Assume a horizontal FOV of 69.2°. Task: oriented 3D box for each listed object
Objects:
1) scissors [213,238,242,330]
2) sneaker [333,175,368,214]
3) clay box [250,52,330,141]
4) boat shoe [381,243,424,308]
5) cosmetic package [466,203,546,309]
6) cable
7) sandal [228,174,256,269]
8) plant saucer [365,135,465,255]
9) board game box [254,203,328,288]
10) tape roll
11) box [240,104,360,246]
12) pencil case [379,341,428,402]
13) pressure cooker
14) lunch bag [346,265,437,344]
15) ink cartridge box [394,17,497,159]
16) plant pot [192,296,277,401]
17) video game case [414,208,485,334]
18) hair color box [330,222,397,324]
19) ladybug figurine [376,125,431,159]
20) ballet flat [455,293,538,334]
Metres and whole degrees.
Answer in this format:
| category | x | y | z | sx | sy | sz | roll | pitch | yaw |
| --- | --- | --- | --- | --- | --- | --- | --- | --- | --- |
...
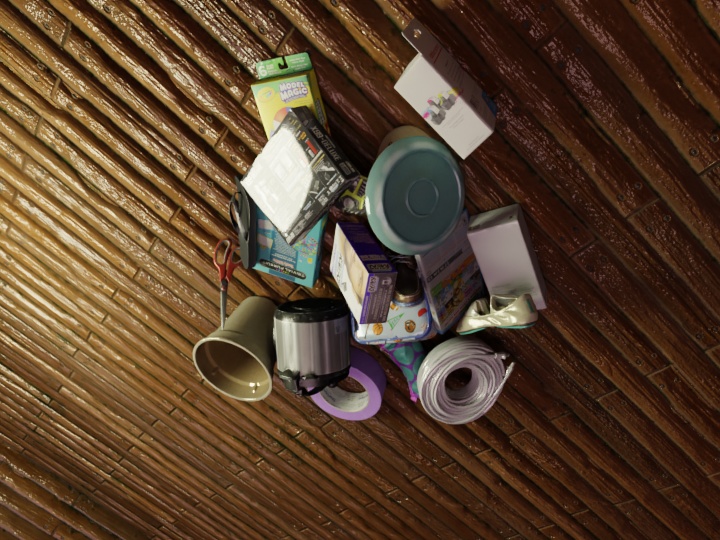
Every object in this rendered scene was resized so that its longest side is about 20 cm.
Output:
| category | x | y | z | sx | sy | sz | roll | pitch | yaw |
| --- | --- | --- | --- | --- | --- | --- | --- | --- | --- |
| scissors | -0.310 | 0.027 | 1.168 | 0.072 | 0.205 | 0.014 | 16 | 162 | -11 |
| sneaker | -0.033 | -0.157 | 0.980 | 0.196 | 0.076 | 0.077 | 15 | 119 | 24 |
| clay box | -0.122 | -0.281 | 0.957 | 0.112 | 0.048 | 0.203 | -3 | 124 | 20 |
| boat shoe | 0.070 | -0.009 | 0.993 | 0.071 | 0.201 | 0.074 | -15 | 126 | -4 |
| cosmetic package | 0.283 | -0.016 | 0.996 | 0.100 | 0.075 | 0.203 | -12 | 118 | 26 |
| cable | 0.220 | 0.241 | 1.154 | 0.196 | 0.069 | 0.204 | 15 | 108 | -16 |
| sandal | -0.248 | -0.097 | 1.094 | 0.042 | 0.076 | 0.205 | -11 | 115 | -27 |
| plant saucer | 0.102 | -0.126 | 0.894 | 0.196 | 0.027 | 0.206 | -5 | 102 | -23 |
| board game box | -0.153 | -0.074 | 1.116 | 0.148 | 0.047 | 0.203 | 18 | 128 | 6 |
| tape roll | -0.035 | 0.288 | 1.328 | 0.195 | 0.066 | 0.204 | 10 | 128 | 13 |
| box | -0.115 | -0.166 | 0.946 | 0.159 | 0.050 | 0.200 | 51 | 128 | 4 |
| pencil case | 0.110 | 0.202 | 1.197 | 0.202 | 0.092 | 0.085 | 56 | 161 | -25 |
| pressure cooker | -0.106 | 0.174 | 1.161 | 0.171 | 0.178 | 0.205 | -5 | 99 | -15 |
| lunch bag | 0.064 | 0.069 | 1.087 | 0.196 | 0.075 | 0.165 | -7 | 81 | 28 |
| ink cartridge box | 0.125 | -0.289 | 0.824 | 0.199 | 0.116 | 0.068 | 42 | 126 | -13 |
| plant pot | -0.263 | 0.170 | 1.239 | 0.196 | 0.185 | 0.204 | 11 | 131 | 13 |
| video game case | 0.176 | 0.003 | 1.011 | 0.018 | 0.142 | 0.203 | 19 | 138 | 48 |
| hair color box | 0.000 | 0.000 | 1.012 | 0.063 | 0.201 | 0.112 | -2 | 121 | -22 |
| ladybug figurine | 0.091 | -0.159 | 0.957 | 0.133 | 0.072 | 0.203 | -4 | 123 | 21 |
| ballet flat | 0.251 | 0.079 | 0.998 | 0.070 | 0.070 | 0.198 | 47 | 148 | -17 |
